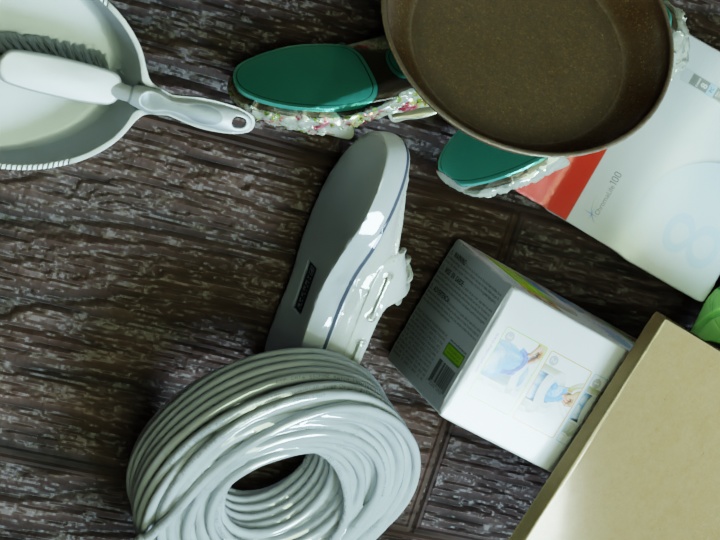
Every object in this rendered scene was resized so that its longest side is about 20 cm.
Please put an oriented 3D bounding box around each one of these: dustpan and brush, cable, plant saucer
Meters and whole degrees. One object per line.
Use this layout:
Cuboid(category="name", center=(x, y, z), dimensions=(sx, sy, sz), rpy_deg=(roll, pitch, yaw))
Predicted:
Cuboid(category="dustpan and brush", center=(-0.166, -0.120, 1.376), dimensions=(0.198, 0.057, 0.141), rpy_deg=(11, 104, -22))
Cuboid(category="cable", center=(-0.061, 0.141, 1.465), dimensions=(0.199, 0.069, 0.201), rpy_deg=(15, 122, -37))
Cuboid(category="plant saucer", center=(0.106, -0.153, 1.404), dimensions=(0.198, 0.037, 0.202), rpy_deg=(6, 62, -12))

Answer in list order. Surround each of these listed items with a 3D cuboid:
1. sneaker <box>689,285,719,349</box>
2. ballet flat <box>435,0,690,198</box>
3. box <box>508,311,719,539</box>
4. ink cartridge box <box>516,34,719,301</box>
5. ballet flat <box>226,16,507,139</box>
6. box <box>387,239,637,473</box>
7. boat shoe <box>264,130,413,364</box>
Cuboid(category="sneaker", center=(0.319, 0.056, 1.603), dimensions=(0.199, 0.077, 0.084), rpy_deg=(15, 139, -30))
Cuboid(category="ballet flat", center=(0.146, -0.105, 1.466), dimensions=(0.199, 0.072, 0.072), rpy_deg=(-35, 115, 3))
Cuboid(category="box", center=(0.211, 0.147, 1.492), dimensions=(0.163, 0.021, 0.201), rpy_deg=(29, 97, -27))
Cuboid(category="ink cartridge box", center=(0.202, -0.092, 1.517), dimensions=(0.199, 0.047, 0.161), rpy_deg=(27, 97, -26))
Cuboid(category="ballet flat", center=(0.010, -0.120, 1.435), dimensions=(0.198, 0.076, 0.064), rpy_deg=(-11, 142, -10))
Cuboid(category="box", center=(0.138, 0.078, 1.515), dimensions=(0.199, 0.112, 0.102), rpy_deg=(28, 97, -25))
Cuboid(category="boat shoe", center=(0.000, 0.000, 1.465), dimensions=(0.069, 0.071, 0.201), rpy_deg=(11, 111, -29))
